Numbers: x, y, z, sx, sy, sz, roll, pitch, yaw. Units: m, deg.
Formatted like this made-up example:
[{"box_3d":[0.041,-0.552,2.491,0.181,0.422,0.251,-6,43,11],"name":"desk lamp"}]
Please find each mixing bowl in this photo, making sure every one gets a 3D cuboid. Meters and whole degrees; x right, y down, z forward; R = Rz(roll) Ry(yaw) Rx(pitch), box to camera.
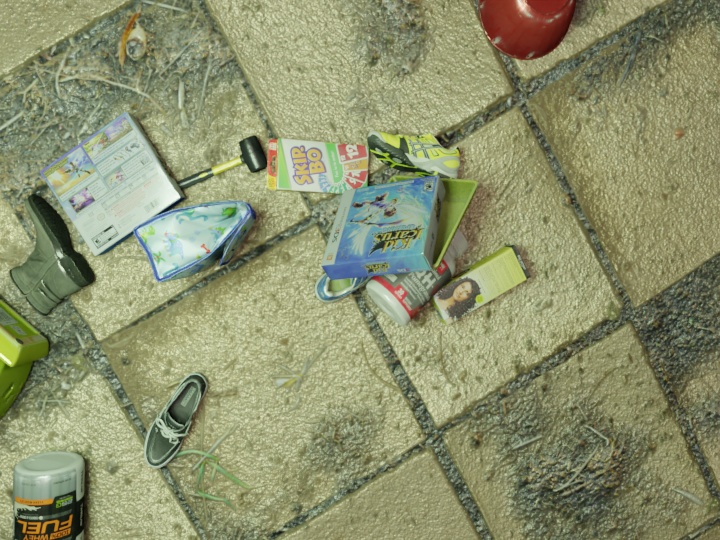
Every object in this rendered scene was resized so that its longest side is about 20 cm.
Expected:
[{"box_3d":[0.338,-0.523,1.171,0.195,0.108,0.205,0,94,-6],"name":"mixing bowl"}]

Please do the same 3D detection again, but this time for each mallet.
[{"box_3d":[-0.278,-0.202,1.163,0.195,0.041,0.067,-15,96,-1],"name":"mallet"}]

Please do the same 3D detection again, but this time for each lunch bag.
[{"box_3d":[-0.281,-0.065,1.101,0.197,0.170,0.129,-28,95,-5],"name":"lunch bag"}]

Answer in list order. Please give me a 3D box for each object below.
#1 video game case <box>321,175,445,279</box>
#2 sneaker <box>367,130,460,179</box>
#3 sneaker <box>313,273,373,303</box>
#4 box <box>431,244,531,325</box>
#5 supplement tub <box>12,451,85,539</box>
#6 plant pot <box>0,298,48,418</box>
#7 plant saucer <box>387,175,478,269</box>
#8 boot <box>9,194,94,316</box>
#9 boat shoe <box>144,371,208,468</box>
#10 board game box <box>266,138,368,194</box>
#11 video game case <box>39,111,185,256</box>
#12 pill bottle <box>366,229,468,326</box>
[{"box_3d":[0.042,-0.077,1.083,0.196,0.046,0.184,-6,51,27],"name":"video game case"},{"box_3d":[0.105,-0.233,1.187,0.196,0.075,0.078,20,84,-17],"name":"sneaker"},{"box_3d":[0.000,0.000,1.181,0.199,0.077,0.076,-37,95,-6],"name":"sneaker"},{"box_3d":[0.237,0.028,1.221,0.197,0.050,0.076,-31,97,-4],"name":"box"},{"box_3d":[-0.576,0.452,1.124,0.119,0.123,0.205,1,94,-6],"name":"supplement tub"},{"box_3d":[-0.685,0.148,1.064,0.199,0.200,0.182,42,83,-6],"name":"plant pot"},{"box_3d":[0.103,-0.083,1.130,0.202,0.197,0.048,-60,138,-25],"name":"plant saucer"},{"box_3d":[-0.600,-0.026,1.127,0.129,0.068,0.203,-29,94,2],"name":"boot"},{"box_3d":[-0.357,0.293,1.165,0.073,0.068,0.201,34,90,-6],"name":"boat shoe"},{"box_3d":[-0.082,-0.200,1.176,0.195,0.030,0.098,2,93,-11],"name":"board game box"},{"box_3d":[-0.459,-0.159,1.133,0.198,0.045,0.183,-32,96,2],"name":"video game case"},{"box_3d":[0.113,-0.001,1.170,0.111,0.111,0.200,46,79,-6],"name":"pill bottle"}]
